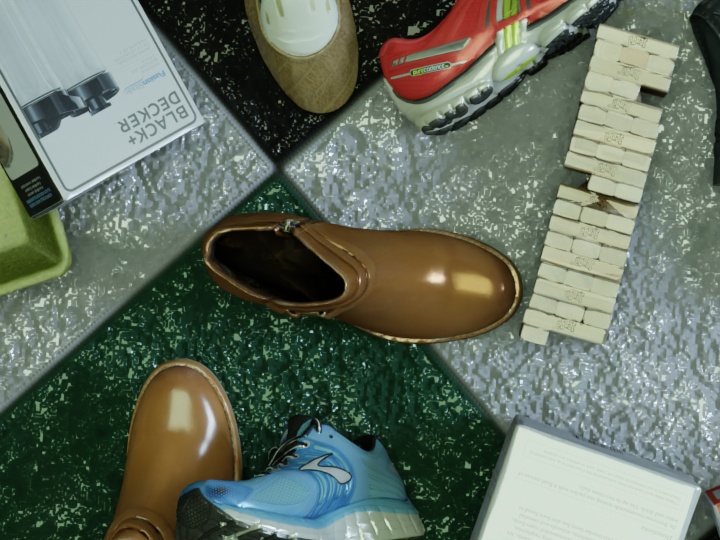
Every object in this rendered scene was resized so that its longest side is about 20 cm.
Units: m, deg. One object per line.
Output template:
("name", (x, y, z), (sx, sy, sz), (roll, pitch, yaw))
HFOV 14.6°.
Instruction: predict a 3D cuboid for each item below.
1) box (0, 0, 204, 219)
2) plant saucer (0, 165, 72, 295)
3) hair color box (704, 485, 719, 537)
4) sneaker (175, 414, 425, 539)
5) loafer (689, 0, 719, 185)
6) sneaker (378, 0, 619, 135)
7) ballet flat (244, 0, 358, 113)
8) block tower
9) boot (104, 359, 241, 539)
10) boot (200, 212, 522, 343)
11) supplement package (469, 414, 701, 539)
("box", (-0.197, -0.148, 1.740), (0.116, 0.060, 0.201), (-30, 95, -30))
("plant saucer", (-0.300, -0.064, 1.787), (0.199, 0.048, 0.201), (-18, 88, 4))
("hair color box", (0.273, 0.225, 1.717), (0.064, 0.111, 0.201), (-18, 89, 3))
("sneaker", (-0.046, 0.135, 1.716), (0.078, 0.200, 0.090), (-25, 73, 33))
("loafer", (0.249, -0.074, 1.742), (0.070, 0.068, 0.201), (-25, 92, -6))
("sneaker", (0.097, -0.170, 1.751), (0.200, 0.077, 0.085), (-36, 82, 2))
("ballet flat", (-0.044, -0.199, 1.759), (0.067, 0.072, 0.201), (-8, 89, 1))
("block tower", (0.150, -0.048, 1.755), (0.058, 0.054, 0.201), (16, 91, 4))
("boot", (-0.133, 0.155, 1.712), (0.076, 0.155, 0.201), (13, 91, 11))
("boot", (0.000, 0.000, 1.713), (0.199, 0.155, 0.077), (15, 90, 3))
("supplement package", (0.118, 0.203, 1.722), (0.121, 0.120, 0.201), (19, 91, 2))
